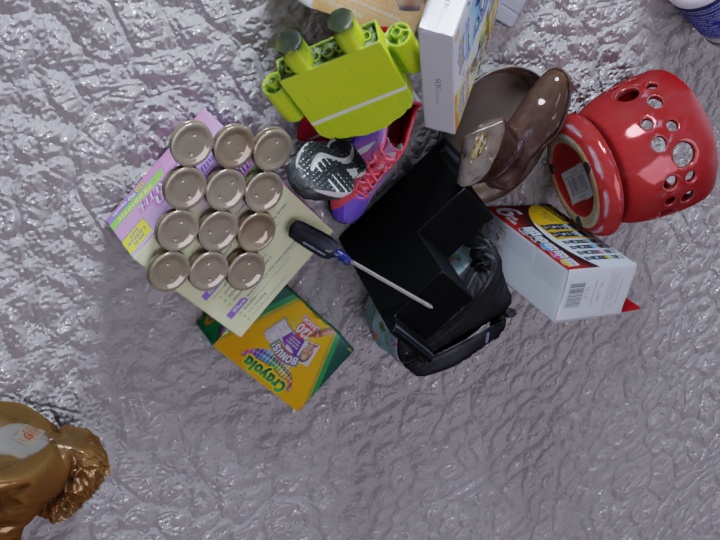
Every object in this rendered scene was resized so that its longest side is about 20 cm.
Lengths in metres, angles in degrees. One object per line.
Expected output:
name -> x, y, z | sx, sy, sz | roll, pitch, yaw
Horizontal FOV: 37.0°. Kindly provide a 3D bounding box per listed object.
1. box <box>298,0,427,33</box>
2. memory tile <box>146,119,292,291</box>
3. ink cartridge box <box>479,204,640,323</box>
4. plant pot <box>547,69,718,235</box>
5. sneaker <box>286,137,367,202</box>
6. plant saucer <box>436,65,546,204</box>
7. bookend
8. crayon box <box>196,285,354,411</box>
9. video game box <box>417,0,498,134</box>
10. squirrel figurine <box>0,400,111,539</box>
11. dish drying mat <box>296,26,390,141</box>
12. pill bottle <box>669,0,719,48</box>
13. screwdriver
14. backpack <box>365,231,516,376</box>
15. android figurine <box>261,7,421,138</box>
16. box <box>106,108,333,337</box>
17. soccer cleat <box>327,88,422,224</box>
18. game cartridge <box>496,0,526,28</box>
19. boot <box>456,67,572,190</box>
box -> 0.014, -0.377, 1.189 | 0.150, 0.106, 0.203 | 10, 112, -38
memory tile -> -0.156, -0.069, 1.196 | 0.151, 0.017, 0.203 | -2, 118, -35
ink cartridge box -> 0.292, -0.016, 1.548 | 0.173, 0.200, 0.085 | -4, 120, -32
plant pot -> 0.373, -0.162, 1.521 | 0.180, 0.201, 0.203 | -20, 128, -13
sneaker -> -0.049, -0.105, 1.259 | 0.080, 0.074, 0.200 | -36, 180, 17
plant saucer -> 0.180, -0.188, 1.477 | 0.197, 0.032, 0.203 | -17, 126, -25
bookend -> 0.098, -0.029, 1.382 | 0.200, 0.200, 0.092 | -43, 132, 11
crayon box -> -0.110, 0.088, 1.430 | 0.119, 0.058, 0.200 | -47, 134, -1
video game box -> 0.114, -0.283, 1.209 | 0.201, 0.046, 0.185 | 76, 35, -67
squirrel figurine -> -0.400, 0.271, 1.295 | 0.197, 0.142, 0.189 | 2, 123, -33
dish drying mat -> -0.020, -0.214, 1.255 | 0.075, 0.018, 0.201 | -3, 154, -19
pill bottle -> 0.488, -0.404, 1.494 | 0.198, 0.120, 0.121 | 25, 103, -42
screwdriver -> 0.000, 0.000, 1.279 | 0.198, 0.028, 0.029 | 34, 106, -12
backpack -> 0.107, 0.049, 1.512 | 0.199, 0.126, 0.168 | -38, 132, -12
android figurine -> -0.014, -0.212, 1.195 | 0.179, 0.042, 0.200 | -20, 152, 16
box -> -0.164, -0.053, 1.277 | 0.176, 0.097, 0.200 | -48, 134, 1
soccer cleat -> 0.017, -0.143, 1.361 | 0.067, 0.073, 0.203 | 9, 112, -39
game cartridge -> 0.146, -0.393, 1.323 | 0.198, 0.038, 0.131 | 18, 110, -41
boot -> 0.195, -0.185, 1.365 | 0.189, 0.064, 0.199 | -64, 159, 10
